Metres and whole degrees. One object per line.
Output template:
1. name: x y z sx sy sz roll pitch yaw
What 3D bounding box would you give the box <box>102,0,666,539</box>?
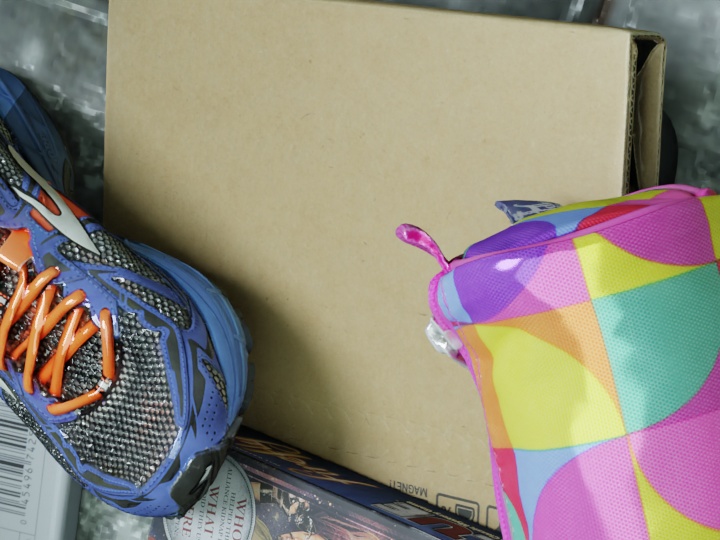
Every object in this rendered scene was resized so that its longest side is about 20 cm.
1. box: 0.000 0.000 0.840 0.199 0.021 0.164 10 103 39

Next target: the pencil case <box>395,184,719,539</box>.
1. pencil case: 0.075 0.073 0.734 0.088 0.088 0.201 -14 95 16

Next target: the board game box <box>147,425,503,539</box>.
1. board game box: -0.018 0.161 0.824 0.135 0.035 0.201 19 100 36

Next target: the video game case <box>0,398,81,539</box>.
1. video game case: -0.185 0.087 0.951 0.181 0.023 0.201 12 106 10

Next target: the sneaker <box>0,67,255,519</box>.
1. sneaker: -0.107 0.004 0.839 0.200 0.078 0.076 43 109 35

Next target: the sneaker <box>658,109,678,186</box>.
1. sneaker: 0.084 0.046 0.859 0.088 0.074 0.201 10 108 -3
